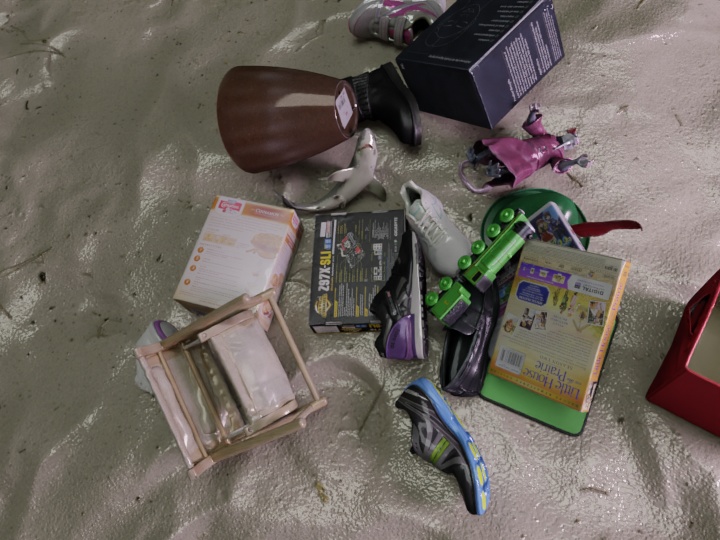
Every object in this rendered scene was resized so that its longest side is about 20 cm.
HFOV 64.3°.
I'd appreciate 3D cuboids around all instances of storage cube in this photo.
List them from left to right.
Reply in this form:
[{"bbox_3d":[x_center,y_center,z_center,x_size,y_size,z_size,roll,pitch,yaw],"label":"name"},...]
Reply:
[{"bbox_3d":[0.500,0.115,0.729,0.199,0.180,0.172,26,74,21],"label":"storage cube"}]

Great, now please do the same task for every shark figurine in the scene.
[{"bbox_3d":[-0.042,-0.156,1.026,0.213,0.128,0.090,-32,37,15],"label":"shark figurine"}]

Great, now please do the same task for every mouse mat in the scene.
[{"bbox_3d":[0.282,0.127,0.862,0.160,0.008,0.201,20,72,19],"label":"mouse mat"}]

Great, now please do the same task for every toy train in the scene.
[{"bbox_3d":[0.171,-0.004,0.818,0.200,0.042,0.056,-48,42,7],"label":"toy train"}]

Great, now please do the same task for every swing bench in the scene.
[{"bbox_3d":[-0.188,0.159,0.838,0.199,0.130,0.200,-26,87,11],"label":"swing bench"}]

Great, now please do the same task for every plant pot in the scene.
[{"bbox_3d":[-0.112,-0.269,0.990,0.198,0.187,0.189,1,66,25],"label":"plant pot"}]

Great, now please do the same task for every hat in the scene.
[{"bbox_3d":[0.284,-0.092,0.861,0.198,0.176,0.167,-2,68,10],"label":"hat"}]

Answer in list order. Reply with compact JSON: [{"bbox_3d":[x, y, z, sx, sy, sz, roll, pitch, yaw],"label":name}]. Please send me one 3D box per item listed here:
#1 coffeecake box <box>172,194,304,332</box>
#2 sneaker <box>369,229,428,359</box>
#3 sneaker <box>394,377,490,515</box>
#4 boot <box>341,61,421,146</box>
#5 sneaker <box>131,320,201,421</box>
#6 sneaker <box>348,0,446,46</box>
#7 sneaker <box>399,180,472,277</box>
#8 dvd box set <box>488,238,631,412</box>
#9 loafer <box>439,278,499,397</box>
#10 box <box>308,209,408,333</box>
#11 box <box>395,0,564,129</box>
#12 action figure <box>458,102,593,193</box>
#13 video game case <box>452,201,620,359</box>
[{"bbox_3d":[-0.204,-0.015,0.982,0.152,0.073,0.202,12,70,15],"label":"coffeecake box"},{"bbox_3d":[0.054,0.033,0.862,0.087,0.076,0.202,-4,67,13],"label":"sneaker"},{"bbox_3d":[0.116,0.252,0.813,0.082,0.071,0.200,-36,63,9],"label":"sneaker"},{"bbox_3d":[0.015,-0.287,1.053,0.156,0.080,0.212,-19,54,-5],"label":"boot"},{"bbox_3d":[-0.306,0.181,0.930,0.100,0.075,0.201,-43,65,12],"label":"sneaker"},{"bbox_3d":[0.074,-0.490,1.132,0.198,0.081,0.089,-7,64,9],"label":"sneaker"},{"bbox_3d":[0.111,-0.067,0.911,0.070,0.080,0.201,-40,45,15],"label":"sneaker"},{"bbox_3d":[0.264,0.068,0.775,0.146,0.029,0.202,17,94,45],"label":"dvd box set"},{"bbox_3d":[0.158,0.084,0.845,0.068,0.070,0.203,0,76,51],"label":"loafer"},{"bbox_3d":[0.000,0.000,0.949,0.158,0.049,0.202,-4,67,11],"label":"box"},{"bbox_3d":[0.204,-0.370,0.993,0.196,0.124,0.200,-43,40,-11],"label":"box"},{"bbox_3d":[0.288,-0.187,0.961,0.198,0.149,0.135,-18,72,-19],"label":"action figure"},{"bbox_3d":[0.246,0.031,0.839,0.200,0.023,0.183,-41,56,32],"label":"video game case"}]
